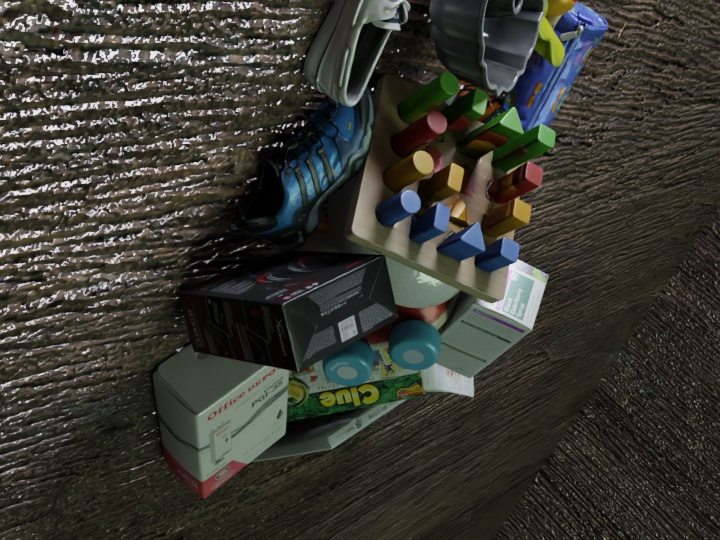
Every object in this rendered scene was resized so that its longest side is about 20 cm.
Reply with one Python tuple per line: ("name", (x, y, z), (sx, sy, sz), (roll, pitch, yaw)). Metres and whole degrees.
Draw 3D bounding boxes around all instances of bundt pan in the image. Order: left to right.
("bundt pan", (0.131, -0.288, 1.035), (0.202, 0.076, 0.202), (-44, 142, -50))

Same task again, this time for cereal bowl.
("cereal bowl", (0.068, -0.063, 1.128), (0.200, 0.200, 0.083), (-30, 178, -38))

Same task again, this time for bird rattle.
("bird rattle", (0.224, -0.349, 1.182), (0.163, 0.113, 0.200), (-18, 128, -69))

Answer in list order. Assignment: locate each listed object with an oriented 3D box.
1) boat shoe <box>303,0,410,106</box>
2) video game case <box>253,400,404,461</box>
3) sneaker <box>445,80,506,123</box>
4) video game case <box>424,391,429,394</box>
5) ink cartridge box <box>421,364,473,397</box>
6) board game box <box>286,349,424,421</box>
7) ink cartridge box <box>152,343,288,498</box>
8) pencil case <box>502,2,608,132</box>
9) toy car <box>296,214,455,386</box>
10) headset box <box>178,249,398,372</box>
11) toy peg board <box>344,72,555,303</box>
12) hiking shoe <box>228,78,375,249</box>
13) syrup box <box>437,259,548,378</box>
("boat shoe", (0.016, -0.252, 0.949), (0.074, 0.065, 0.200), (-16, 139, -51))
("video game case", (-0.043, 0.218, 1.431), (0.182, 0.024, 0.200), (-27, -175, -42))
("sneaker", (0.139, -0.136, 1.270), (0.078, 0.112, 0.200), (-34, 151, -33))
("video game case", (0.103, 0.127, 1.538), (0.200, 0.026, 0.181), (-50, -169, -31))
("ink cartridge box", (0.084, 0.093, 1.408), (0.200, 0.050, 0.162), (18, 66, -47))
("board game box", (-0.024, 0.134, 1.287), (0.200, 0.023, 0.105), (-12, 117, 5))
("ink cartridge box", (-0.166, 0.164, 1.203), (0.146, 0.083, 0.200), (-36, 152, -30))
("pencil case", (0.253, -0.265, 1.324), (0.200, 0.078, 0.087), (-62, -177, 24))
("toy car", (0.000, 0.000, 1.178), (0.200, 0.177, 0.184), (54, 32, -37))
("headset box", (-0.085, 0.036, 1.055), (0.149, 0.200, 0.075), (-25, 110, -39))
("toy peg board", (0.107, -0.099, 1.049), (0.098, 0.200, 0.199), (-27, -135, 55))
("hiking shoe", (-0.054, -0.112, 1.019), (0.087, 0.074, 0.200), (12, 110, -54))
("syrup box", (0.149, 0.058, 1.220), (0.200, 0.081, 0.079), (126, -13, -62))
